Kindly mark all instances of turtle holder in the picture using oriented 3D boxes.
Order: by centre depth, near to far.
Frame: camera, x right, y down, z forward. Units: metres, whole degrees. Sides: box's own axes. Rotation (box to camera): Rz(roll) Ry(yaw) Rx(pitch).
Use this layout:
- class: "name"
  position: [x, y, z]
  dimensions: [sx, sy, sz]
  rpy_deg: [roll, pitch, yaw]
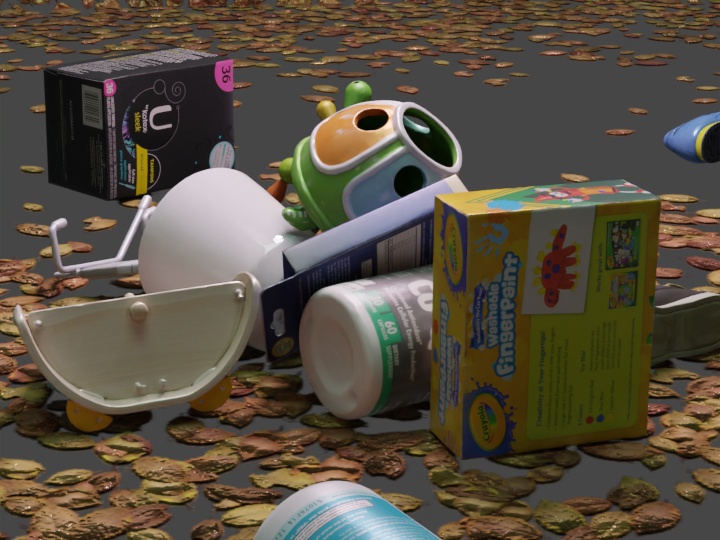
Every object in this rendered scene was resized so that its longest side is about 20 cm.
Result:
- class: "turtle holder"
  position: [0.032, -0.068, 1.536]
  dimensions: [0.132, 0.186, 0.141]
  rpy_deg: [-39, 3, 32]

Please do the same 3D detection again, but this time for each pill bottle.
- class: "pill bottle"
  position: [0.023, 0.205, 0.986]
  dimensions: [0.111, 0.111, 0.200]
  rpy_deg: [-10, 21, -29]
- class: "pill bottle"
  position: [0.058, 0.052, 1.451]
  dimensions: [0.200, 0.113, 0.113]
  rpy_deg: [-13, 22, -33]

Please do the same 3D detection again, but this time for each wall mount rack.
- class: "wall mount rack"
  position: [-0.211, -0.038, 1.726]
  dimensions: [0.200, 0.075, 0.174]
  rpy_deg: [-6, 6, 29]

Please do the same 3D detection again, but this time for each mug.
- class: "mug"
  position: [-0.087, -0.005, 1.587]
  dimensions: [0.186, 0.150, 0.153]
  rpy_deg: [-22, 36, -36]

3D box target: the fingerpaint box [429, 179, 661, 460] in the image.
- class: "fingerpaint box"
  position: [0.144, 0.036, 1.362]
  dimensions: [0.166, 0.201, 0.073]
  rpy_deg: [-6, 18, -18]

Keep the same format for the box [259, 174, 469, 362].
- class: "box"
  position: [0.000, 0.000, 1.463]
  dimensions: [0.200, 0.121, 0.032]
  rpy_deg: [-25, 60, -16]

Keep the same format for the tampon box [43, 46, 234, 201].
- class: "tampon box"
  position: [-0.266, -0.182, 2.093]
  dimensions: [0.200, 0.150, 0.126]
  rpy_deg: [-16, 24, -41]

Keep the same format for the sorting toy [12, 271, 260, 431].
- class: "sorting toy"
  position: [-0.196, 0.058, 1.467]
  dimensions: [0.199, 0.107, 0.180]
  rpy_deg: [-8, 11, -15]

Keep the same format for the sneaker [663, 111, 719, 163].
- class: "sneaker"
  position: [0.481, -0.185, 2.265]
  dimensions: [0.200, 0.066, 0.078]
  rpy_deg: [-15, 20, -38]

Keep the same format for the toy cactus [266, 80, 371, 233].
- class: "toy cactus"
  position: [-0.031, -0.082, 1.685]
  dimensions: [0.102, 0.200, 0.165]
  rpy_deg: [32, 20, -13]

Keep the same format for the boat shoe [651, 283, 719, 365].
- class: "boat shoe"
  position: [0.244, 0.050, 1.539]
  dimensions: [0.201, 0.072, 0.061]
  rpy_deg: [-3, 13, -35]
